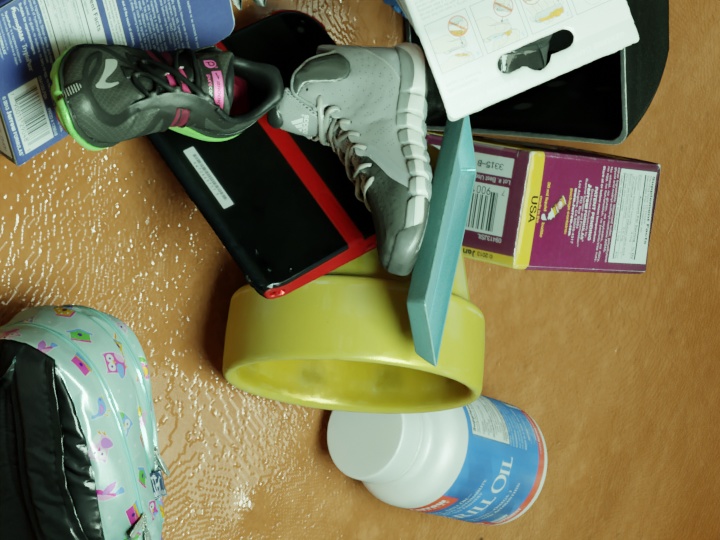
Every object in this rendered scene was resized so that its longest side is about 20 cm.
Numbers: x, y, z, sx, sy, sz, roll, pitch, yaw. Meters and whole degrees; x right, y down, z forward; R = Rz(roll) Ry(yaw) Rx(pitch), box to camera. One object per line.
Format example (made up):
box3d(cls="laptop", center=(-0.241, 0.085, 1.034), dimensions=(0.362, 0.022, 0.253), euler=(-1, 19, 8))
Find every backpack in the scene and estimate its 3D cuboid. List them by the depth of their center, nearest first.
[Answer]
box3d(cls="backpack", center=(-0.213, 0.125, 1.371), dimensions=(0.127, 0.166, 0.201), euler=(-37, 125, -61))

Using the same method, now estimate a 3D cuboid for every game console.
box3d(cls="game console", center=(-0.057, -0.091, 1.464), dimensions=(0.177, 0.200, 0.031), euler=(-29, 164, -28))

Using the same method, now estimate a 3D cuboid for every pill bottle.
box3d(cls="pill bottle", center=(0.063, 0.153, 1.709), dimensions=(0.200, 0.112, 0.113), euler=(18, 86, -49))

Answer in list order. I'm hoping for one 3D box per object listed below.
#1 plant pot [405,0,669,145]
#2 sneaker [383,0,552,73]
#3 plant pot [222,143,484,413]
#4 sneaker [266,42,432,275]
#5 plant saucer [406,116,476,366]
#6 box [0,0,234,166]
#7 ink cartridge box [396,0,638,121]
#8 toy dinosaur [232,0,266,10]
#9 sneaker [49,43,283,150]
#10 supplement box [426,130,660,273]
box3d(cls="plant pot", center=(0.166, -0.230, 1.678), dimensions=(0.177, 0.199, 0.200), euler=(-30, 121, -53))
box3d(cls="sneaker", center=(0.055, -0.199, 1.576), dimensions=(0.077, 0.199, 0.112), euler=(-86, -178, -63))
box3d(cls="plant pot", center=(0.000, 0.000, 1.549), dimensions=(0.201, 0.200, 0.190), euler=(21, 68, -49))
box3d(cls="sneaker", center=(-0.011, -0.084, 1.422), dimensions=(0.075, 0.115, 0.200), euler=(107, -13, -50))
box3d(cls="plant saucer", center=(0.060, -0.028, 1.456), dimensions=(0.070, 0.019, 0.200), euler=(78, 20, -46))
box3d(cls="box", center=(-0.178, -0.172, 1.374), dimensions=(0.200, 0.032, 0.121), euler=(-34, 136, -26))
box3d(cls="ink cartridge box", center=(0.095, -0.231, 1.445), dimensions=(0.162, 0.050, 0.201), euler=(-24, 103, -9))
box3d(cls="toy dinosaur", center=(-0.079, -0.272, 1.460), dimensions=(0.199, 0.136, 0.102), euler=(11, 133, -19))
box3d(cls="sneaker", center=(-0.130, -0.127, 1.351), dimensions=(0.200, 0.084, 0.077), euler=(-11, 84, -51))
box3d(cls="supplement box", center=(0.152, -0.059, 1.741), dimensions=(0.200, 0.131, 0.104), euler=(2, 98, -50))
